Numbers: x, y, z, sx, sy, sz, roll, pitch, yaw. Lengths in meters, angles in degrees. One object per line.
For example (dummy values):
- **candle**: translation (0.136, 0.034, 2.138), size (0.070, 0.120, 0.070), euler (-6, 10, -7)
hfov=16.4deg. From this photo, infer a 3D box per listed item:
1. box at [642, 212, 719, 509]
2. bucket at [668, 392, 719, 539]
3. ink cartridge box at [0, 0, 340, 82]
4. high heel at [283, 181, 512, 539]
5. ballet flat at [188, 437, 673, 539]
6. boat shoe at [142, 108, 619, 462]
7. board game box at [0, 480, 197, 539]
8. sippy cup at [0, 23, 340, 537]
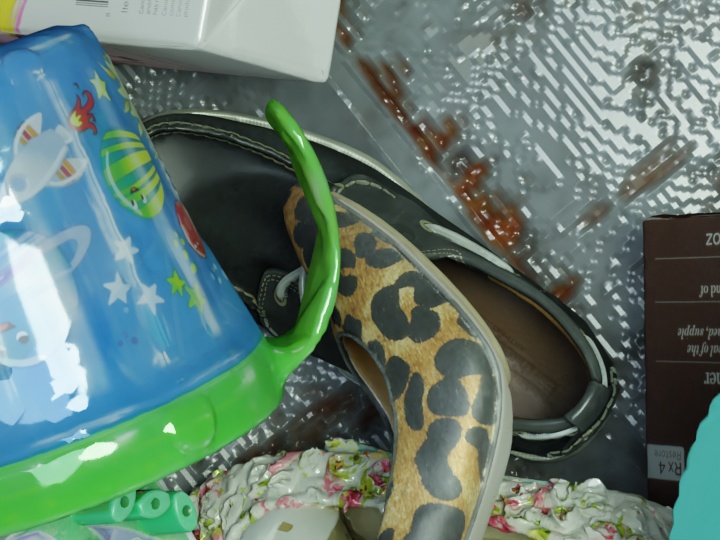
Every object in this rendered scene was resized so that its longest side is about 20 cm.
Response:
- **box**: translation (0.150, 0.079, 0.835), size (0.075, 0.100, 0.201), euler (-2, 90, -32)
- **bucket**: translation (0.189, 0.092, 0.685), size (0.134, 0.207, 0.209), euler (-1, 90, -34)
- **ink cartridge box**: translation (-0.095, -0.132, 0.852), size (0.199, 0.067, 0.117), euler (10, 90, 40)
- **high heel**: translation (-0.009, 0.075, 0.782), size (0.142, 0.071, 0.200), euler (-34, 68, -5)
- **ballet flat**: translation (0.015, 0.099, 0.840), size (0.199, 0.064, 0.076), euler (-2, 105, 24)
- **boat shoe**: translation (0.000, 0.000, 0.871), size (0.199, 0.068, 0.072), euler (30, 93, 7)
- **board game box**: translation (-0.081, 0.186, 0.794), size (0.026, 0.200, 0.201), euler (-6, 120, 42)
- **sippy cup**: translation (-0.106, 0.000, 0.757), size (0.139, 0.177, 0.131), euler (-9, 102, 46)
